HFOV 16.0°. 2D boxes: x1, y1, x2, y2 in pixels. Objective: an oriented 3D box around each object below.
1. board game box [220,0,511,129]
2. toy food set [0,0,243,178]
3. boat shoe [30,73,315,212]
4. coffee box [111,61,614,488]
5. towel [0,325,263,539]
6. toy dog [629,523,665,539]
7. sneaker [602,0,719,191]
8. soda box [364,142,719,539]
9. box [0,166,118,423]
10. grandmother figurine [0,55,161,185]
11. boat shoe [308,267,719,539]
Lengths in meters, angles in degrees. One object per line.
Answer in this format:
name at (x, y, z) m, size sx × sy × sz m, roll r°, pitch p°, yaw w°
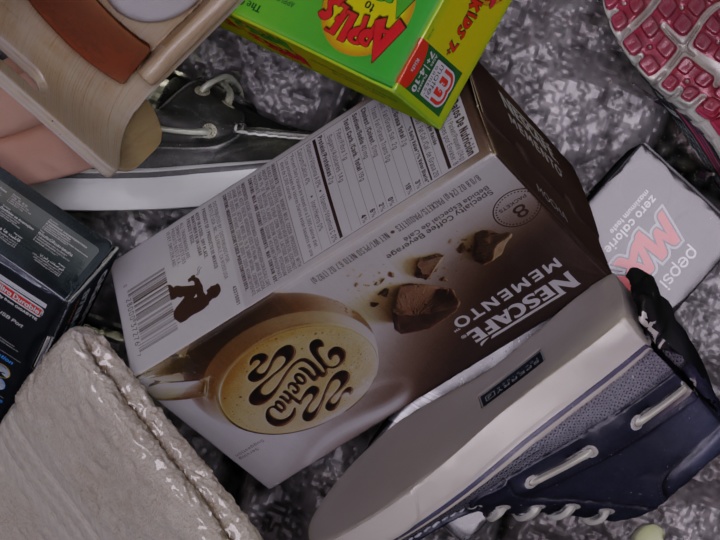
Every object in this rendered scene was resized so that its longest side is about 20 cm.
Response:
board game box at (-0.024, -0.150, 1.151) m, size 0.199 × 0.048 × 0.102 m, roll 28°, pitch 87°, yaw 34°
toy food set at (-0.084, -0.152, 1.064) m, size 0.200 × 0.060 × 0.143 m, roll -43°, pitch 122°, yaw 8°
boat shoe at (-0.079, -0.062, 1.229) m, size 0.199 × 0.071 × 0.064 m, roll -2°, pitch 92°, yaw 4°
coffee box at (0.000, 0.000, 1.177) m, size 0.199 × 0.113 × 0.080 m, roll -32°, pitch 45°, yaw 15°
towel at (-0.097, 0.133, 1.156) m, size 0.200 × 0.034 × 0.133 m, roll 52°, pitch 132°, yaw 11°
toy dog at (0.064, 0.217, 1.165) m, size 0.199 × 0.140 × 0.195 m, roll -17°, pitch 92°, yaw 4°
sneaker at (0.176, -0.081, 1.223) m, size 0.080 × 0.075 × 0.201 m, roll -27°, pitch 77°, yaw -7°
soda box at (0.091, 0.034, 1.228) m, size 0.071 × 0.063 × 0.200 m, roll 42°, pitch 91°, yaw 1°
box at (-0.226, -0.008, 1.199) m, size 0.199 × 0.159 × 0.046 m, roll 34°, pitch 48°, yaw 2°
grandmother figurine at (-0.186, -0.064, 1.200) m, size 0.199 × 0.060 × 0.122 m, roll -17°, pitch 77°, yaw 37°
boat shoe at (0.078, 0.093, 1.165) m, size 0.200 × 0.075 × 0.093 m, roll -36°, pitch 111°, yaw 16°
